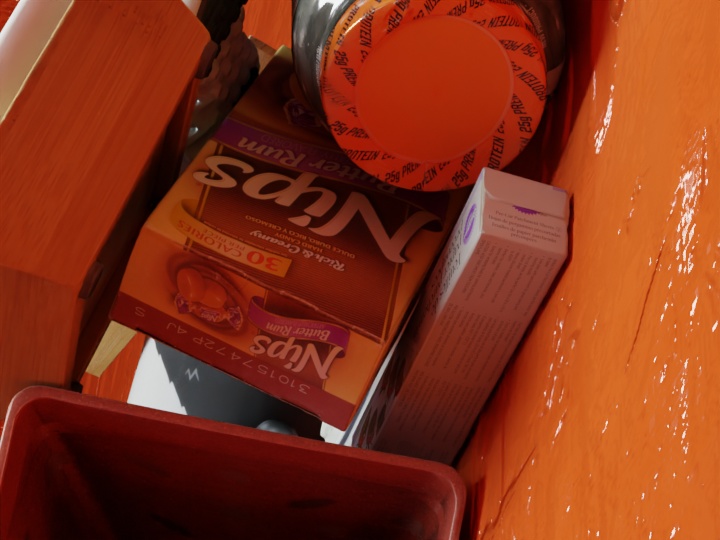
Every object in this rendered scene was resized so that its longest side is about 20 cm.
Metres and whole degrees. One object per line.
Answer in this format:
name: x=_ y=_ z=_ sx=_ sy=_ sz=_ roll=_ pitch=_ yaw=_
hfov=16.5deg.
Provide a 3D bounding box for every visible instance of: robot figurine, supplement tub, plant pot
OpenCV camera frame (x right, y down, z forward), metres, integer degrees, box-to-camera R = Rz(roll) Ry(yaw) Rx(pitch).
robot figurine: x=-0.072 y=0.078 z=1.401 sx=0.150 sy=0.124 sz=0.201 roll=-32 pitch=-39 yaw=-65
supplement tub: x=0.029 y=-0.126 z=1.131 sx=0.200 sy=0.122 sz=0.123 roll=-94 pitch=20 yaw=-58
plant pot: x=-0.072 y=0.184 z=1.116 sx=0.176 sy=0.199 sz=0.201 roll=98 pitch=-177 yaw=-74

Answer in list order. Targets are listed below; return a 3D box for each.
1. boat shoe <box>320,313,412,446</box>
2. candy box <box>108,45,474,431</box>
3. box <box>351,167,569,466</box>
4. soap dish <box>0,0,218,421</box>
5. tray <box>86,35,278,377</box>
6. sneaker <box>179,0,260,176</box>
boat shoe: x=0.000 y=0.000 z=1.284 sx=0.072 sy=0.065 sz=0.201 roll=-178 pitch=102 yaw=-80
candy box: x=-0.021 y=-0.020 z=1.127 sx=0.200 sy=0.116 sz=0.057 roll=-60 pitch=-5 yaw=-56
box: x=0.040 y=0.037 z=1.090 sx=0.200 sy=0.041 sz=0.039 roll=113 pitch=167 yaw=-48
soap dish: x=-0.130 y=-0.029 z=1.066 sx=0.200 sy=0.081 sz=0.158 roll=112 pitch=-177 yaw=-65
tray: x=-0.102 y=-0.031 z=1.356 sx=0.200 sy=0.037 sz=0.099 roll=-45 pitch=21 yaw=47
sneaker: x=-0.094 y=-0.097 z=1.160 sx=0.200 sy=0.081 sz=0.075 roll=92 pitch=-160 yaw=-62
